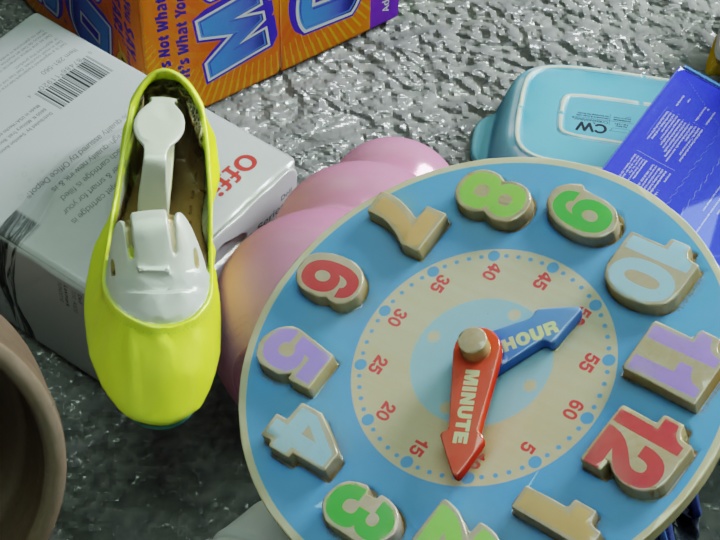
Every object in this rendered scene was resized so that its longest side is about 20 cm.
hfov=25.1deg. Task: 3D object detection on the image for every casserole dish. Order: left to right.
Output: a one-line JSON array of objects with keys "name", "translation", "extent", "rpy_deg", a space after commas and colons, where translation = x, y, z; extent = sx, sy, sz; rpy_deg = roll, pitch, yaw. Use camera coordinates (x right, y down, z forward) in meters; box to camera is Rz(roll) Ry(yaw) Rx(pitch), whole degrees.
[{"name": "casserole dish", "translation": [0.167, -0.076, 0.985], "extent": [0.199, 0.039, 0.122], "rpy_deg": [8, 48, 6]}]

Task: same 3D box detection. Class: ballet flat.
[{"name": "ballet flat", "translation": [-0.100, -0.020, 0.790], "extent": [0.066, 0.067, 0.201], "rpy_deg": [2, 50, -4]}]

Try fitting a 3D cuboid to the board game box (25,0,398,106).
[{"name": "board game box", "translation": [-0.108, -0.254, 1.020], "extent": [0.199, 0.201, 0.200], "rpy_deg": [-28, 54, -25]}]

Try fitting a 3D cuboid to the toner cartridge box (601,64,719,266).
[{"name": "toner cartridge box", "translation": [0.164, -0.015, 0.894], "extent": [0.095, 0.043, 0.200], "rpy_deg": [33, 66, 16]}]

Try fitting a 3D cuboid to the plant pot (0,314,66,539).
[{"name": "plant pot", "translation": [-0.254, 0.061, 0.761], "extent": [0.199, 0.201, 0.175], "rpy_deg": [-16, 32, -16]}]

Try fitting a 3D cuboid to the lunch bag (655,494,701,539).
[{"name": "lunch bag", "translation": [0.083, 0.105, 0.717], "extent": [0.131, 0.200, 0.136], "rpy_deg": [-16, 50, 8]}]

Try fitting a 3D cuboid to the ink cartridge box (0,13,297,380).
[{"name": "ink cartridge box", "translation": [-0.154, -0.039, 0.902], "extent": [0.199, 0.085, 0.146], "rpy_deg": [31, 54, 21]}]

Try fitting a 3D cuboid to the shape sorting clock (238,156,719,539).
[{"name": "shape sorting clock", "translation": [0.047, 0.036, 0.626], "extent": [0.199, 0.039, 0.201], "rpy_deg": [-7, 56, 10]}]

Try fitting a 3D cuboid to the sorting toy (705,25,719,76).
[{"name": "sorting toy", "translation": [0.315, -0.116, 0.966], "extent": [0.179, 0.107, 0.200], "rpy_deg": [30, 13, -5]}]

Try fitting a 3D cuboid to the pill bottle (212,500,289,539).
[{"name": "pill bottle", "translation": [-0.081, 0.194, 0.677], "extent": [0.114, 0.115, 0.200], "rpy_deg": [34, 54, 25]}]

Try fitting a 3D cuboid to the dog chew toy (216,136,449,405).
[{"name": "dog chew toy", "translation": [0.000, 0.000, 0.858], "extent": [0.124, 0.125, 0.200], "rpy_deg": [16, 41, 12]}]
